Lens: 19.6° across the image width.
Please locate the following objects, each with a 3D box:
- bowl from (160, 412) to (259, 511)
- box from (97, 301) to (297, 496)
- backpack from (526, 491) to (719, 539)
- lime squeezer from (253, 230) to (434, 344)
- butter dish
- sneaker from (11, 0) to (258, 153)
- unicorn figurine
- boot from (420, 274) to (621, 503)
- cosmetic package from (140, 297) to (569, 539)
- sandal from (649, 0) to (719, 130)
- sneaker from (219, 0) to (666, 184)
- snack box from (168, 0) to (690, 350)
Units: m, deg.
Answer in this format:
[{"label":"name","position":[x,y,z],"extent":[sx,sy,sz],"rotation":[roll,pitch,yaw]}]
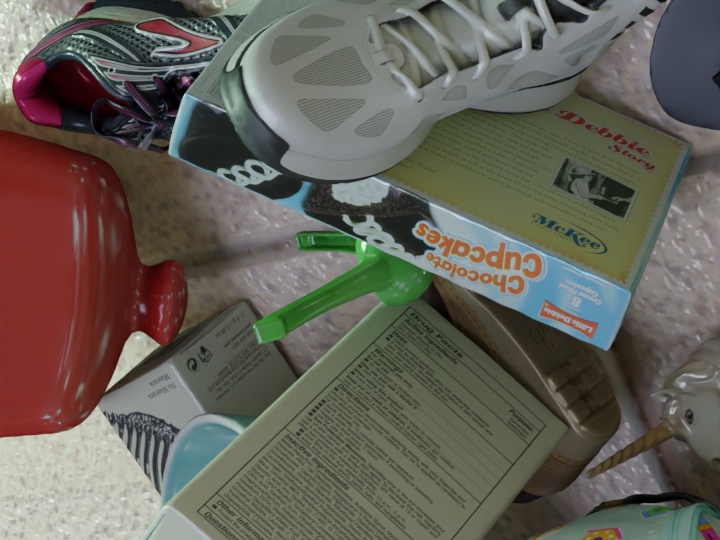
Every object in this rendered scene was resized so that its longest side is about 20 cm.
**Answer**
[{"label":"bowl","position":[-0.009,0.157,1.002],"extent":[0.200,0.104,0.203],"rotation":[31,126,55]},{"label":"box","position":[-0.048,0.124,1.126],"extent":[0.082,0.068,0.201],"rotation":[-29,98,46]},{"label":"backpack","position":[0.140,0.179,0.860],"extent":[0.152,0.199,0.178],"rotation":[-10,79,30]},{"label":"lime squeezer","position":[0.000,0.000,0.902],"extent":[0.070,0.200,0.038],"rotation":[-31,99,8]},{"label":"butter dish","position":[-0.162,0.010,1.070],"extent":[0.146,0.200,0.202],"rotation":[5,91,-2]},{"label":"sneaker","position":[-0.078,-0.086,1.003],"extent":[0.199,0.075,0.081],"rotation":[4,120,35]},{"label":"unicorn figurine","position":[0.204,0.042,0.878],"extent":[0.137,0.074,0.201],"rotation":[38,122,25]},{"label":"boot","position":[0.033,0.023,0.995],"extent":[0.201,0.072,0.166],"rotation":[63,148,6]},{"label":"cosmetic package","position":[-0.005,0.100,0.863],"extent":[0.103,0.200,0.073],"rotation":[41,127,7]},{"label":"sandal","position":[0.193,-0.093,0.805],"extent":[0.199,0.043,0.077],"rotation":[-7,114,41]},{"label":"sneaker","position":[0.042,-0.103,0.808],"extent":[0.115,0.199,0.076],"rotation":[-41,74,48]},{"label":"snack box","position":[0.033,-0.051,0.879],"extent":[0.199,0.116,0.037],"rotation":[24,130,6]}]
